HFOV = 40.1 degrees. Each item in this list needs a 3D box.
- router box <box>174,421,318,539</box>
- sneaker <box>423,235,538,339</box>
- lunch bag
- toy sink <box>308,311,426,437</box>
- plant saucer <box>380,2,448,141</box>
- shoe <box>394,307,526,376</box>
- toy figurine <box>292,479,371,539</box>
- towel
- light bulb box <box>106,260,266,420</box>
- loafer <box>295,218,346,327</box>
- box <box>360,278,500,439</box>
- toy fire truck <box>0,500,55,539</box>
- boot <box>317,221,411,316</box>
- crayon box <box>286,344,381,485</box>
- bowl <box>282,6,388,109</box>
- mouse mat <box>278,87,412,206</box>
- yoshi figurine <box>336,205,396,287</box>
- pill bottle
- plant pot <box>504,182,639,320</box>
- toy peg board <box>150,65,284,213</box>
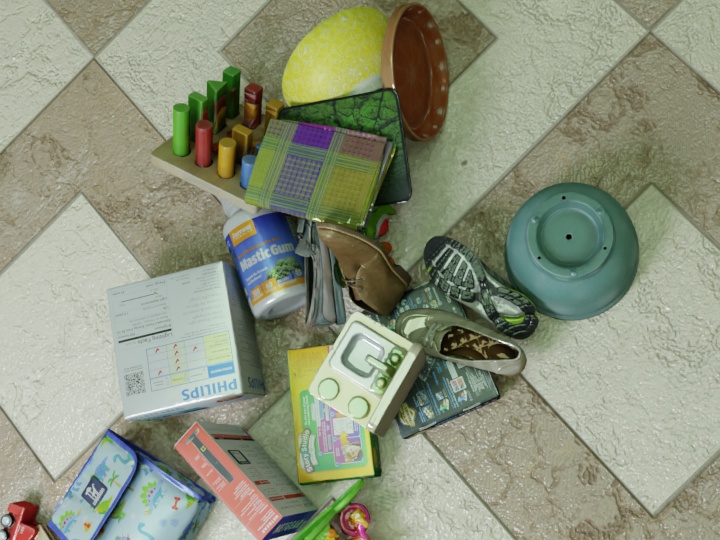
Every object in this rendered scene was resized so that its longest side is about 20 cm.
[{"bbox_3d":[-0.159,0.299,1.416,0.049,0.200,0.179,-46,74,0],"label":"router box"},{"bbox_3d":[0.173,0.025,1.441,0.200,0.081,0.074,42,97,5],"label":"sneaker"},{"bbox_3d":[-0.347,0.360,1.479,0.198,0.128,0.171,30,80,13],"label":"lunch bag"},{"bbox_3d":[0.010,0.141,1.348,0.111,0.200,0.131,29,84,10],"label":"toy sink"},{"bbox_3d":[0.079,-0.294,1.472,0.032,0.200,0.204,0,79,29],"label":"plant saucer"},{"bbox_3d":[0.142,0.098,1.410,0.197,0.053,0.071,16,83,14],"label":"shoe"},{"bbox_3d":[-0.011,0.436,1.410,0.200,0.150,0.184,-42,86,-12],"label":"toy figurine"},{"bbox_3d":[-0.059,-0.137,1.403,0.197,0.023,0.146,13,76,19],"label":"towel"},{"bbox_3d":[-0.265,0.112,1.513,0.195,0.125,0.203,-13,78,10],"label":"light bulb box"},{"bbox_3d":[-0.066,-0.015,1.430,0.062,0.072,0.203,-12,97,-8],"label":"loafer"},{"bbox_3d":[0.099,0.127,1.467,0.157,0.046,0.202,-25,76,8],"label":"box"},{"bbox_3d":[-0.500,0.429,1.550,0.139,0.049,0.203,16,85,14],"label":"toy fire truck"},{"bbox_3d":[0.000,0.000,1.395,0.073,0.200,0.076,13,71,43],"label":"boot"},{"bbox_3d":[-0.040,0.212,1.477,0.117,0.058,0.203,-8,78,12],"label":"crayon box"},{"bbox_3d":[-0.008,-0.279,1.479,0.199,0.200,0.108,-40,65,3],"label":"bowl"},{"bbox_3d":[-0.025,-0.168,1.430,0.197,0.008,0.164,-6,97,26],"label":"mouse mat"},{"bbox_3d":[-0.016,-0.058,1.503,0.111,0.112,0.203,-8,80,27],"label":"yoshi figurine"},{"bbox_3d":[-0.146,-0.036,1.519,0.111,0.112,0.202,-25,76,7],"label":"pill bottle"},{"bbox_3d":[0.299,-0.037,1.405,0.197,0.134,0.204,-2,80,13],"label":"plant pot"},{"bbox_3d":[-0.184,-0.212,1.510,0.197,0.099,0.200,26,45,17],"label":"toy peg board"}]
